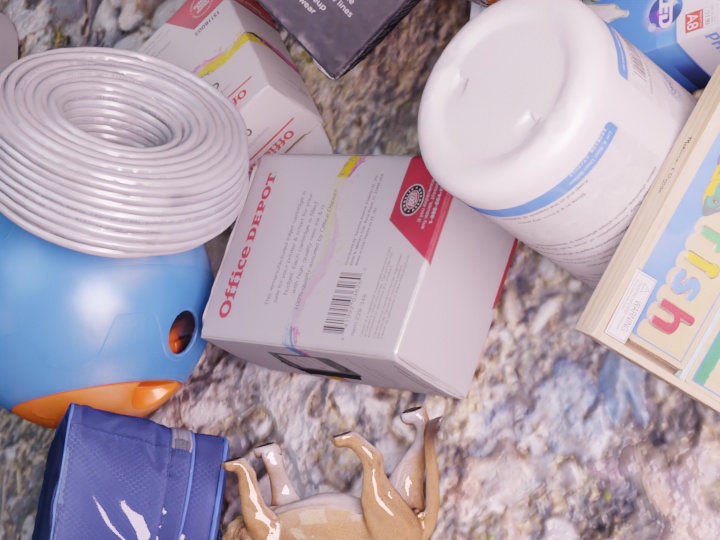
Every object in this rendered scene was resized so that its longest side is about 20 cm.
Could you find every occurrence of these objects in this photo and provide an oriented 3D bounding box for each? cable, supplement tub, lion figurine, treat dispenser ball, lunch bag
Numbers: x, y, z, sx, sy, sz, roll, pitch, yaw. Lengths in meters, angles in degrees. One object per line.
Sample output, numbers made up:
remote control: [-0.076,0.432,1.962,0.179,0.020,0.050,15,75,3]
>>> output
cable: [-0.173,-0.085,1.264,0.200,0.199,0.069,56,137,47]
supplement tub: [0.140,-0.066,1.061,0.132,0.200,0.133,-22,54,33]
lion figurine: [-0.017,0.168,1.176,0.199,0.072,0.123,-16,92,30]
treat dispenser ball: [-0.209,0.020,1.342,0.200,0.201,0.202,-22,55,34]
lunch bag: [-0.160,0.203,1.237,0.136,0.132,0.201,132,148,-66]

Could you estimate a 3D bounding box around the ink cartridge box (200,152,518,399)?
ink cartridge box: [0.000,0.000,1.242,0.199,0.085,0.148,5,71,47]

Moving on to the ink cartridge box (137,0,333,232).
ink cartridge box: [-0.107,-0.130,1.426,0.116,0.067,0.200,-43,45,17]

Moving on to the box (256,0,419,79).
box: [-0.011,-0.282,1.311,0.200,0.197,0.117,-44,2,17]

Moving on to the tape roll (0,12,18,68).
tape roll: [-0.425,-0.180,1.752,0.202,0.071,0.203,-22,54,34]

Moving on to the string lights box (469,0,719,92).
string lights box: [0.167,-0.160,1.191,0.199,0.059,0.103,-16,55,37]

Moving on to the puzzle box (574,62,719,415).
puzzle box: [0.223,-0.021,1.011,0.201,0.133,0.025,-61,21,-1]

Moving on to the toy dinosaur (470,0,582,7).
toy dinosaur: [0.148,-0.230,1.162,0.199,0.102,0.136,-5,75,22]
